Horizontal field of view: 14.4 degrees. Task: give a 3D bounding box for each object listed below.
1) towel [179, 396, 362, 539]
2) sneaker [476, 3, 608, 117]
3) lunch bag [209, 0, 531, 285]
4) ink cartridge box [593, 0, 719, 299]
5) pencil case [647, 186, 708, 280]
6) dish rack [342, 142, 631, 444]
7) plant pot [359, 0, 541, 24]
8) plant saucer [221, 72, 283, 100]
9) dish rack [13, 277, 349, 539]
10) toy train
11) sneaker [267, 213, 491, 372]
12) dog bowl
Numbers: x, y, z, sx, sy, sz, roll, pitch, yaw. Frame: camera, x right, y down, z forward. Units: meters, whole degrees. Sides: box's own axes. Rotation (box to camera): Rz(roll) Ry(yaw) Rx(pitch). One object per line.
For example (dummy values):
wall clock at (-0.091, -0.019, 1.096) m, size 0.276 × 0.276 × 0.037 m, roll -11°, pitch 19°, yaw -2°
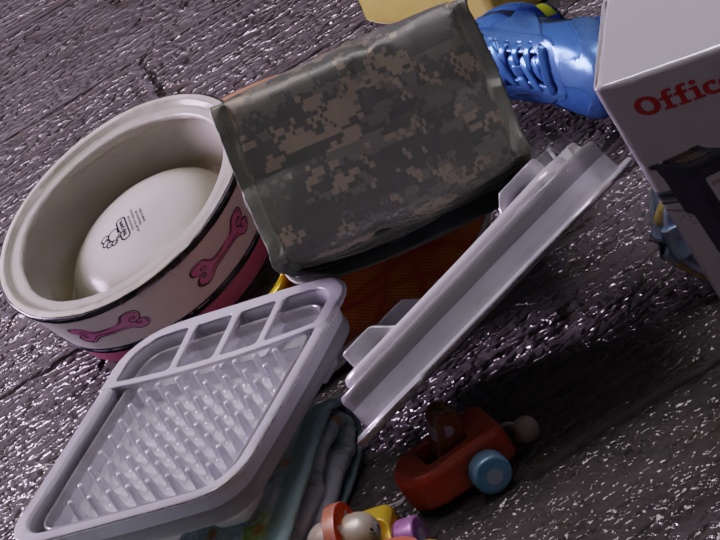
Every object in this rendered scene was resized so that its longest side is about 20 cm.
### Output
towel at (-0.096, 0.156, 1.588) m, size 0.171 × 0.048 × 0.200 m, roll -17°, pitch 26°, yaw 27°
sneaker at (0.115, -0.134, 1.860) m, size 0.078 × 0.066 × 0.200 m, roll -10°, pitch 14°, yaw -15°
lunch bag at (0.011, -0.069, 1.663) m, size 0.163 × 0.118 × 0.200 m, roll -23°, pitch -4°, yaw 2°
ink cartridge box at (0.226, -0.067, 1.448) m, size 0.144 × 0.200 × 0.085 m, roll -19°, pitch 35°, yaw 25°
pencil case at (0.201, -0.067, 1.641) m, size 0.091 × 0.083 × 0.200 m, roll -39°, pitch 21°, yaw 16°
dish rack at (0.063, 0.003, 1.559) m, size 0.200 × 0.044 × 0.172 m, roll -46°, pitch -3°, yaw 11°
plant pot at (0.077, -0.319, 2.142) m, size 0.194 × 0.200 × 0.195 m, roll -40°, pitch 26°, yaw -21°
plant saucer at (-0.088, -0.079, 2.070) m, size 0.200 × 0.032 × 0.200 m, roll -24°, pitch 24°, yaw 12°
dish rack at (-0.092, 0.091, 1.604) m, size 0.171 × 0.044 × 0.200 m, roll -17°, pitch 27°, yaw 33°
toy train at (0.038, 0.127, 1.478) m, size 0.150 × 0.056 × 0.200 m, roll -32°, pitch 23°, yaw -2°
sneaker at (0.000, 0.000, 1.751) m, size 0.200 × 0.077 × 0.073 m, roll -38°, pitch 22°, yaw -20°
dog bowl at (-0.144, -0.023, 1.928) m, size 0.200 × 0.074 × 0.201 m, roll -24°, pitch 38°, yaw 21°
